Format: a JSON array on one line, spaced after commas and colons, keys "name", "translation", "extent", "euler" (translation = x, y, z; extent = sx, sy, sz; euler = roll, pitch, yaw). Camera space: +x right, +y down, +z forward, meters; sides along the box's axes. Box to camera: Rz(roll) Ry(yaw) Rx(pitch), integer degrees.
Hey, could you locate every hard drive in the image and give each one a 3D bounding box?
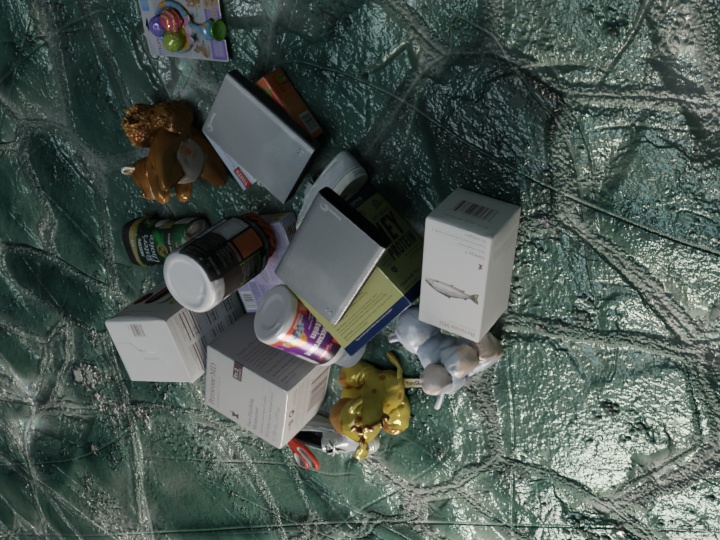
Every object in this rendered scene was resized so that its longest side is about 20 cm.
[{"name": "hard drive", "translation": [-0.171, -0.228, 1.587], "extent": [0.200, 0.033, 0.140], "euler": [42, 134, 6]}, {"name": "hard drive", "translation": [-0.047, -0.022, 1.510], "extent": [0.139, 0.033, 0.200], "euler": [41, 132, 9]}]

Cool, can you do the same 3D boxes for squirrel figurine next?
[{"name": "squirrel figurine", "translation": [-0.378, -0.225, 1.774], "extent": [0.186, 0.141, 0.201], "euler": [-9, 98, 50]}]

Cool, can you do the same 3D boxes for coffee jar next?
[{"name": "coffee jar", "translation": [-0.397, -0.057, 1.904], "extent": [0.199, 0.085, 0.105], "euler": [3, 120, 35]}]

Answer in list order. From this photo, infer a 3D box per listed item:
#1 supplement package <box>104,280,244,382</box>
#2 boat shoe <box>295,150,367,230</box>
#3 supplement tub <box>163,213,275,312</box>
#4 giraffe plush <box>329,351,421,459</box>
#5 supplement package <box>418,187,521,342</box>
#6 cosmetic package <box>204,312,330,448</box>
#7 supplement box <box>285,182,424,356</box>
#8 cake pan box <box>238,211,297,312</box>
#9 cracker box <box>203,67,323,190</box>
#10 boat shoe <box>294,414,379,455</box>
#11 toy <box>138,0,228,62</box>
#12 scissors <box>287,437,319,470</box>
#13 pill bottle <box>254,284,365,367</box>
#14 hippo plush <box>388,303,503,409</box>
[{"name": "supplement package", "translation": [-0.373, 0.116, 1.919], "extent": [0.190, 0.200, 0.148], "euler": [-3, 115, 37]}, {"name": "boat shoe", "translation": [-0.060, -0.138, 1.628], "extent": [0.201, 0.070, 0.072], "euler": [-43, 72, 44]}, {"name": "supplement tub", "translation": [-0.248, -0.021, 1.672], "extent": [0.122, 0.200, 0.123], "euler": [17, 124, 27]}, {"name": "giraffe plush", "translation": [0.013, 0.266, 1.756], "extent": [0.199, 0.162, 0.173], "euler": [-25, 101, 43]}, {"name": "supplement package", "translation": [0.174, -0.009, 1.494], "extent": [0.116, 0.117, 0.201], "euler": [19, 128, 25]}, {"name": "cosmetic package", "translation": [-0.186, 0.212, 1.866], "extent": [0.199, 0.165, 0.166], "euler": [26, 129, 21]}, {"name": "supplement box", "translation": [0.000, 0.000, 1.615], "extent": [0.200, 0.134, 0.200], "euler": [47, 133, 2]}, {"name": "cake pan box", "translation": [-0.175, -0.009, 1.798], "extent": [0.183, 0.052, 0.201], "euler": [-4, 115, 40]}, {"name": "cracker box", "translation": [-0.175, -0.246, 1.640], "extent": [0.199, 0.058, 0.134], "euler": [-29, 99, 42]}, {"name": "boat shoe", "translation": [-0.057, 0.350, 1.915], "extent": [0.200, 0.071, 0.071], "euler": [8, 122, 33]}, {"name": "toy", "translation": [-0.326, -0.427, 1.641], "extent": [0.199, 0.047, 0.116], "euler": [11, 122, 30]}, {"name": "scissors", "translation": [-0.155, 0.336, 1.928], "extent": [0.201, 0.014, 0.073], "euler": [55, 147, -6]}, {"name": "pill bottle", "translation": [-0.087, 0.110, 1.712], "extent": [0.199, 0.112, 0.111], "euler": [26, 146, -36]}, {"name": "hippo plush", "translation": [0.144, 0.122, 1.613], "extent": [0.161, 0.159, 0.200], "euler": [55, 179, 17]}]
